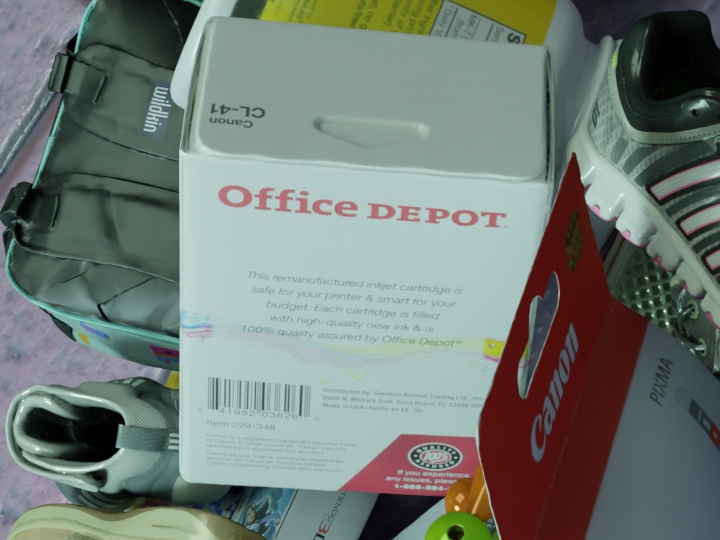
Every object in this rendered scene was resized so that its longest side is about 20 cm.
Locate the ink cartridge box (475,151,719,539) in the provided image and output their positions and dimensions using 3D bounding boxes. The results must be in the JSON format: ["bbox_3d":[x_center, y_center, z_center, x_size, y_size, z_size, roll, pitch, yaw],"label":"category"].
[{"bbox_3d":[0.102,0.081,0.965,0.050,0.201,0.162,-2,37,21],"label":"ink cartridge box"}]

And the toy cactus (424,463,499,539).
[{"bbox_3d":[0.020,0.158,1.057,0.165,0.102,0.200,-29,26,53],"label":"toy cactus"}]

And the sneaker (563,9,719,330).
[{"bbox_3d":[0.152,-0.031,0.980,0.200,0.073,0.088,42,134,41],"label":"sneaker"}]

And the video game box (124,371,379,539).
[{"bbox_3d":[-0.080,0.153,1.287,0.183,0.047,0.200,-67,25,-1],"label":"video game box"}]

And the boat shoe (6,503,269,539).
[{"bbox_3d":[-0.112,0.147,1.219,0.200,0.071,0.065,-13,54,57],"label":"boat shoe"}]

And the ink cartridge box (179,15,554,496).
[{"bbox_3d":[0.000,0.000,1.113,0.201,0.147,0.086,96,179,-45],"label":"ink cartridge box"}]

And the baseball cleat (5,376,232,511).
[{"bbox_3d":[-0.128,0.075,1.275,0.200,0.106,0.070,-15,65,61],"label":"baseball cleat"}]

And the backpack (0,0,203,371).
[{"bbox_3d":[-0.047,-0.027,1.288,0.199,0.153,0.177,14,77,20],"label":"backpack"}]

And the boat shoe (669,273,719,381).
[{"bbox_3d":[0.158,0.014,1.106,0.073,0.064,0.201,98,-172,-81],"label":"boat shoe"}]

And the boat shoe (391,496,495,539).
[{"bbox_3d":[0.023,0.155,1.194,0.200,0.056,0.069,-39,30,52],"label":"boat shoe"}]

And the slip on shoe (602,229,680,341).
[{"bbox_3d":[0.133,0.004,1.163,0.200,0.074,0.061,-56,11,1],"label":"slip on shoe"}]

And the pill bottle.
[{"bbox_3d":[0.027,-0.086,1.174,0.114,0.199,0.115,-156,90,-86],"label":"pill bottle"}]
